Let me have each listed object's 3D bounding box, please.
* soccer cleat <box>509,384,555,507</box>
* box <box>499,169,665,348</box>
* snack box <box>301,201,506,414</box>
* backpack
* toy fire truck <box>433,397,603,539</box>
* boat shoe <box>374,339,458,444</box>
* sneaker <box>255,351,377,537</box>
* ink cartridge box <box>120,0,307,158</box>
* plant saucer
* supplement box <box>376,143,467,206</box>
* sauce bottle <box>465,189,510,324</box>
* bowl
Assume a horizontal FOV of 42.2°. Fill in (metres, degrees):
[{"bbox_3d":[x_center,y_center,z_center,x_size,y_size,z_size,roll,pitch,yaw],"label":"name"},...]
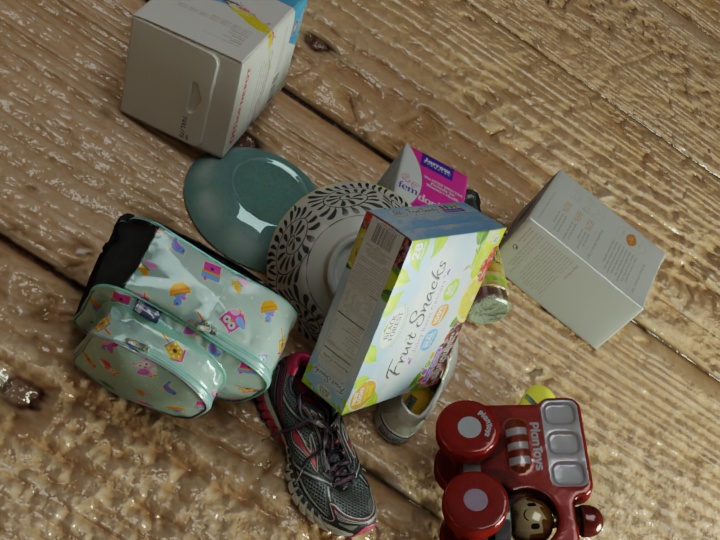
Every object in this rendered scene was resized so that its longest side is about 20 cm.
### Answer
[{"bbox_3d":[0.218,0.211,1.098,0.065,0.084,0.200,30,44,-11],"label":"soccer cleat"},{"bbox_3d":[0.310,-0.018,1.333,0.200,0.106,0.152,40,43,1],"label":"box"},{"bbox_3d":[0.045,0.034,0.949,0.068,0.200,0.169,35,26,31],"label":"snack box"},{"bbox_3d":[-0.170,0.058,0.906,0.200,0.176,0.153,23,62,-18],"label":"backpack"},{"bbox_3d":[0.165,0.227,0.985,0.168,0.112,0.200,-3,52,1],"label":"toy fire truck"},{"bbox_3d":[0.079,0.113,1.097,0.071,0.070,0.200,37,44,-2],"label":"boat shoe"},{"bbox_3d":[-0.043,0.179,0.959,0.081,0.075,0.200,-14,65,-40],"label":"sneaker"},{"bbox_3d":[-0.182,-0.272,1.171,0.146,0.147,0.200,25,43,3],"label":"ink cartridge box"},{"bbox_3d":[-0.117,-0.088,1.156,0.201,0.039,0.201,18,47,-20],"label":"plant saucer"},{"bbox_3d":[0.062,-0.051,1.201,0.101,0.103,0.200,26,43,-12],"label":"supplement box"},{"bbox_3d":[0.156,-0.025,1.268,0.065,0.065,0.200,13,50,-25],"label":"sauce bottle"},{"bbox_3d":[0.000,0.000,1.040,0.201,0.094,0.201,-1,95,-11],"label":"bowl"}]
